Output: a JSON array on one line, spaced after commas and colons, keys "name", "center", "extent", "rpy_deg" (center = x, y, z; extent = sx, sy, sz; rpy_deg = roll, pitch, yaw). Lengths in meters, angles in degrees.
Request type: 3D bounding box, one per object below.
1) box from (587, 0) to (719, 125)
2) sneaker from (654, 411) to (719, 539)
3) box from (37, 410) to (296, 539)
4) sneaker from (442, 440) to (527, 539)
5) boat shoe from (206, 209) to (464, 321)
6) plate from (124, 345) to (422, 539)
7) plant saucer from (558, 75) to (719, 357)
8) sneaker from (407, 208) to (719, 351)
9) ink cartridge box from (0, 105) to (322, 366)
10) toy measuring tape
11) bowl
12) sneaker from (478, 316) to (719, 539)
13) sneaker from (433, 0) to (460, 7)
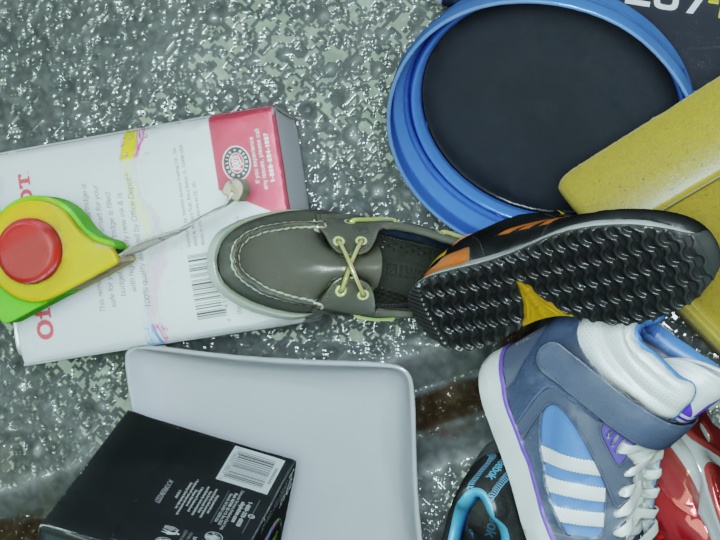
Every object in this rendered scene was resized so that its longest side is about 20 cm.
[{"name": "box", "center": [0.254, -0.161, 1.046], "extent": [0.200, 0.049, 0.162], "rpy_deg": [11, 111, 10]}, {"name": "sneaker", "center": [0.190, 0.145, 1.110], "extent": [0.115, 0.078, 0.200], "rpy_deg": [-24, 93, 31]}, {"name": "box", "center": [-0.131, 0.222, 1.074], "extent": [0.124, 0.149, 0.200], "rpy_deg": [16, 117, 8]}, {"name": "sneaker", "center": [0.072, 0.211, 1.092], "extent": [0.073, 0.082, 0.200], "rpy_deg": [12, 108, 22]}, {"name": "boat shoe", "center": [0.000, -0.003, 1.073], "extent": [0.201, 0.060, 0.072], "rpy_deg": [5, 83, -32]}, {"name": "plate", "center": [-0.051, 0.140, 1.114], "extent": [0.199, 0.032, 0.200], "rpy_deg": [3, 115, 18]}, {"name": "plant saucer", "center": [0.252, -0.021, 1.017], "extent": [0.200, 0.048, 0.200], "rpy_deg": [43, 129, -18]}, {"name": "sneaker", "center": [0.125, -0.013, 1.004], "extent": [0.200, 0.090, 0.070], "rpy_deg": [-14, 118, 34]}, {"name": "ink cartridge box", "center": [-0.136, -0.023, 1.138], "extent": [0.200, 0.086, 0.148], "rpy_deg": [-8, 89, 10]}, {"name": "toy measuring tape", "center": [-0.171, -0.031, 1.067], "extent": [0.200, 0.074, 0.074], "rpy_deg": [-27, 86, 9]}, {"name": "bowl", "center": [0.117, -0.094, 1.060], "extent": [0.200, 0.039, 0.201], "rpy_deg": [10, 132, 11]}, {"name": "sneaker", "center": [0.169, 0.116, 1.020], "extent": [0.146, 0.081, 0.200], "rpy_deg": [-24, 89, 34]}, {"name": "sneaker", "center": [0.143, -0.226, 1.104], "extent": [0.200, 0.070, 0.109], "rpy_deg": [-45, 82, 3]}]
